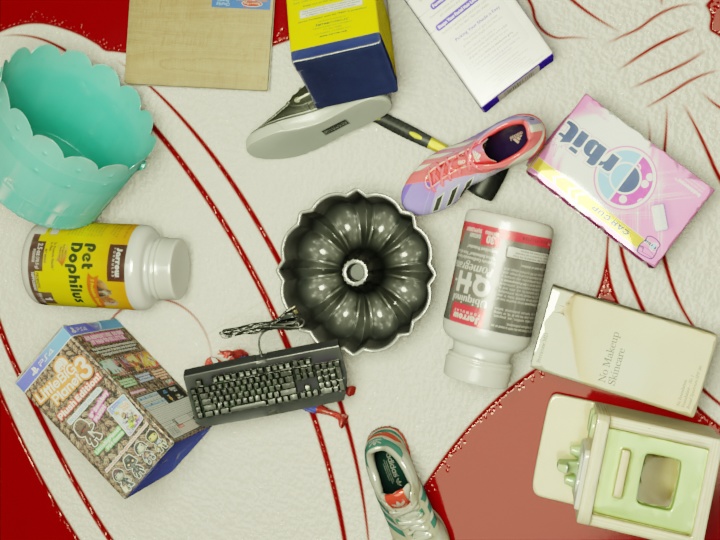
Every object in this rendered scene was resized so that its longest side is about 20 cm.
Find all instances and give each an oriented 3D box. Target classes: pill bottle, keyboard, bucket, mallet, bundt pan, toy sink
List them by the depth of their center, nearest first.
[{"bbox_3d":[0.309,0.233,1.252,0.197,0.112,0.132,12,93,10],"label":"toy sink"},{"bbox_3d":[0.160,0.034,1.277,0.109,0.111,0.203,12,93,10],"label":"pill bottle"},{"bbox_3d":[-0.119,0.117,1.292,0.197,0.021,0.129,-12,101,4],"label":"keyboard"},{"bbox_3d":[-0.370,-0.162,1.319,0.207,0.207,0.135,47,124,6],"label":"bucket"},{"bbox_3d":[0.000,0.000,1.322,0.199,0.076,0.205,1,94,11],"label":"bundt pan"},{"bbox_3d":[0.090,-0.147,1.329,0.198,0.041,0.067,21,97,14],"label":"mallet"},{"bbox_3d":[-0.325,-0.006,1.367,0.197,0.109,0.111,2,91,10],"label":"pill bottle"}]

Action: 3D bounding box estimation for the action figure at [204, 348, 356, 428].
[{"bbox_3d":[-0.113,0.146,1.340,0.197,0.099,0.066,16,93,12],"label":"action figure"}]

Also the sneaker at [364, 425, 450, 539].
[{"bbox_3d":[0.053,0.294,1.310,0.070,0.093,0.202,-23,87,10],"label":"sneaker"}]

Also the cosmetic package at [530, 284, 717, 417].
[{"bbox_3d":[0.311,0.094,1.270,0.197,0.073,0.105,15,94,9],"label":"cosmetic package"}]

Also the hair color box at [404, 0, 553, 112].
[{"bbox_3d":[0.136,-0.308,1.301,0.109,0.065,0.201,-35,87,10],"label":"hair color box"}]

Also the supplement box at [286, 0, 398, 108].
[{"bbox_3d":[-0.025,-0.316,1.274,0.108,0.109,0.203,-10,66,10],"label":"supplement box"}]

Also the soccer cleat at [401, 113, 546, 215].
[{"bbox_3d":[0.127,-0.127,1.257,0.198,0.076,0.067,-26,84,20],"label":"soccer cleat"}]

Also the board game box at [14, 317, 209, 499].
[{"bbox_3d":[-0.305,0.167,1.341,0.200,0.159,0.097,44,98,8],"label":"board game box"}]

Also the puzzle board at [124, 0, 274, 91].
[{"bbox_3d":[-0.209,-0.315,1.389,0.197,0.017,0.153,4,91,10],"label":"puzzle board"}]

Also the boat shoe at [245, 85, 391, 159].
[{"bbox_3d":[-0.056,-0.200,1.340,0.198,0.071,0.064,-19,66,14],"label":"boat shoe"}]

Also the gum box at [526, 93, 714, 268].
[{"bbox_3d":[0.304,-0.109,1.270,0.199,0.066,0.114,39,96,8],"label":"gum box"}]
